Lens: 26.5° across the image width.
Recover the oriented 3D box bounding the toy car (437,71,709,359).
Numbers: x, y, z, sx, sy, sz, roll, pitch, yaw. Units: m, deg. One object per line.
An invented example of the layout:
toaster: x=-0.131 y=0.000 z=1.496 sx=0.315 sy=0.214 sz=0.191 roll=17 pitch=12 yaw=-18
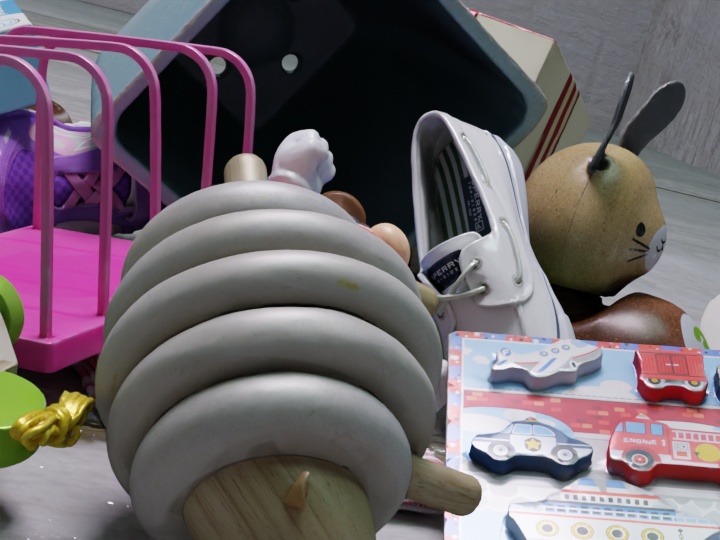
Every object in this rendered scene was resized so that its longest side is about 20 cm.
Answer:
toy car: x=0.146 y=-0.012 z=0.879 sx=0.157 sy=0.202 sz=0.164 roll=21 pitch=12 yaw=24

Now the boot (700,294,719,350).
boot: x=0.288 y=0.093 z=0.922 sx=0.090 sy=0.073 sz=0.200 roll=46 pitch=7 yaw=-46

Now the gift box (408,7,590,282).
gift box: x=0.038 y=-0.084 z=1.088 sx=0.183 sy=0.188 sz=0.200 roll=22 pitch=-6 yaw=27

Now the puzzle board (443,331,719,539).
puzzle board: x=0.134 y=0.079 z=0.635 sx=0.197 sy=0.018 sz=0.151 roll=4 pitch=36 yaw=2

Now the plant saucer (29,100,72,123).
plant saucer: x=-0.318 y=-0.134 z=1.235 sx=0.198 sy=0.035 sz=0.200 roll=16 pitch=12 yaw=-4

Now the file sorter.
file sorter: x=-0.148 y=-0.046 z=0.713 sx=0.137 sy=0.127 sz=0.200 roll=9 pitch=13 yaw=20

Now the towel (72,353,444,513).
towel: x=-0.055 y=0.054 z=0.706 sx=0.145 sy=0.030 sz=0.200 roll=12 pitch=12 yaw=-27

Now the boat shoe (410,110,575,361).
boat shoe: x=0.056 y=0.006 z=0.790 sx=0.067 sy=0.073 sz=0.202 roll=28 pitch=38 yaw=-41

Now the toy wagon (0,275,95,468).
toy wagon: x=-0.187 y=0.033 z=0.547 sx=0.198 sy=0.040 sz=0.155 roll=21 pitch=22 yaw=19

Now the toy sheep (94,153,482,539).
toy sheep: x=-0.031 y=0.036 z=0.551 sx=0.137 sy=0.138 sz=0.201 roll=11 pitch=40 yaw=-25

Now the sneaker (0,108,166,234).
sneaker: x=-0.164 y=-0.053 z=0.910 sx=0.087 sy=0.082 sz=0.200 roll=9 pitch=8 yaw=17

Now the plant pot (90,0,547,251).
plant pot: x=-0.043 y=-0.123 z=0.933 sx=0.196 sy=0.196 sz=0.200 roll=42 pitch=7 yaw=-28

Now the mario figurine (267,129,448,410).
mario figurine: x=0.000 y=0.000 z=0.738 sx=0.122 sy=0.107 sz=0.200 roll=21 pitch=7 yaw=3

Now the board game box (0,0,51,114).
board game box: x=-0.287 y=-0.107 z=0.879 sx=0.198 sy=0.047 sz=0.151 roll=-17 pitch=20 yaw=-13
